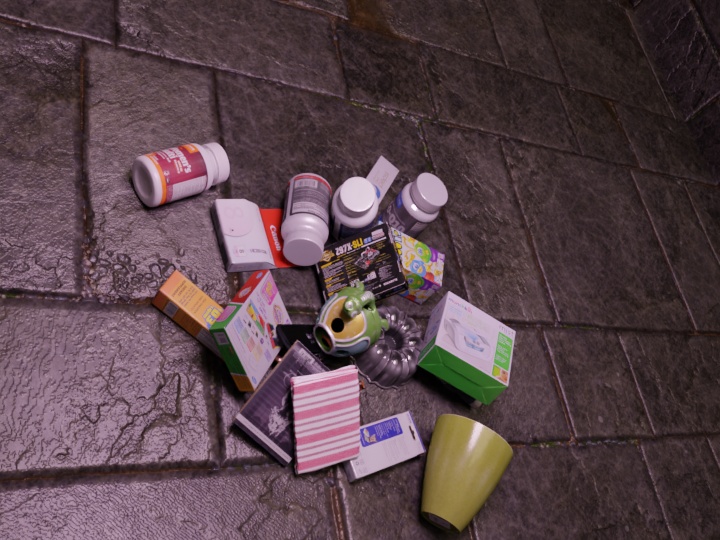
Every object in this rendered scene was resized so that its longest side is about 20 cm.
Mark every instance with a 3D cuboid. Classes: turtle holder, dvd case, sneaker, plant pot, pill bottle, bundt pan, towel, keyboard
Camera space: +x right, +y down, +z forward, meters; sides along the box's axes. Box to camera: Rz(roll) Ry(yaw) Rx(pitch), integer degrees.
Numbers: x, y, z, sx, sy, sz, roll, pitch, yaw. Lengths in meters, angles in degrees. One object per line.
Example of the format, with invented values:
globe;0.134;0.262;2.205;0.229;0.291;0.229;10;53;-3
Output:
turtle holder;-0.021;0.114;1.526;0.130;0.184;0.144;-28;101;-30
dvd case;-0.138;0.265;1.431;0.149;0.016;0.201;43;80;-18
sneaker;0.253;0.215;1.772;0.144;0.077;0.206;31;50;-17
plant pot;0.209;0.450;1.548;0.185;0.187;0.203;35;63;-9
pill bottle;-0.395;-0.218;1.589;0.198;0.110;0.111;-25;77;-41
pill bottle;-0.015;-0.142;1.694;0.108;0.200;0.114;2;73;-5
bundt pan;0.068;0.169;1.679;0.197;0.076;0.206;16;55;-24
pill bottle;-0.128;-0.120;1.692;0.114;0.116;0.204;20;49;-21
pill bottle;0.132;-0.152;1.837;0.111;0.200;0.116;16;53;-23
towel;-0.069;0.298;1.438;0.143;0.030;0.206;-8;106;-24
keyboard;-0.108;0.167;1.558;0.198;0.040;0.105;9;41;-57

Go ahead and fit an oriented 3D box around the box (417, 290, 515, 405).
box;0.250;0.181;1.680;0.197;0.097;0.178;30;45;-6

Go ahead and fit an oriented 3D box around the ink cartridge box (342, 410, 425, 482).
ink cartridge box;0.044;0.379;1.556;0.196;0.039;0.101;-9;67;-35

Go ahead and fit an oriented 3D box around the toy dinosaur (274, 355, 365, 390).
toy dinosaur;-0.081;0.228;1.530;0.179;0.105;0.203;-4;58;-46

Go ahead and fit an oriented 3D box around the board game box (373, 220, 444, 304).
board game box;0.099;-0.017;1.796;0.196;0.105;0.105;25;51;-17

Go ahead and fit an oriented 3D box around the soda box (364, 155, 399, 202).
soda box;0.030;-0.211;1.899;0.068;0.064;0.202;37;49;-7

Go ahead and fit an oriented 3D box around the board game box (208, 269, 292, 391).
board game box;-0.215;0.119;1.458;0.201;0.039;0.156;-58;135;-51

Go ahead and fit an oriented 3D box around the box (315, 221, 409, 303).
box;0.000;0.000;1.670;0.049;0.196;0.163;47;24;-63

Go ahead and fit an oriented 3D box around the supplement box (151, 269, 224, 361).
supplement box;-0.325;0.094;1.469;0.199;0.069;0.067;41;49;-9

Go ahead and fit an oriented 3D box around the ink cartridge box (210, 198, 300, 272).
ink cartridge box;-0.234;-0.085;1.655;0.196;0.057;0.166;-6;66;-31
